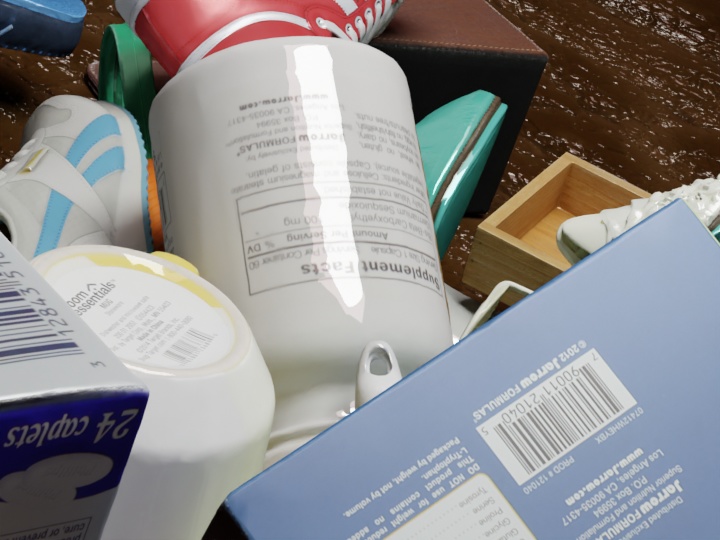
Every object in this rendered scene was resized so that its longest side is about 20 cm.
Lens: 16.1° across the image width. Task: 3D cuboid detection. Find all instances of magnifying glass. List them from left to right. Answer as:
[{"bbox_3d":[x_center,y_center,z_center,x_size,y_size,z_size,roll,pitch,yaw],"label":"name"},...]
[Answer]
[{"bbox_3d":[-0.105,-0.054,1.218,0.022,0.080,0.200,-2,31,-15],"label":"magnifying glass"}]

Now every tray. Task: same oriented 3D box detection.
[{"bbox_3d":[0.158,0.018,1.205,0.199,0.037,0.099,29,35,18],"label":"tray"}]

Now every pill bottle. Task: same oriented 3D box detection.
[{"bbox_3d":[-0.021,0.016,1.052,0.114,0.114,0.201,4,65,-31],"label":"pill bottle"}]

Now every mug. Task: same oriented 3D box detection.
[{"bbox_3d":[-0.108,0.066,0.931,0.149,0.154,0.187,4,32,-29],"label":"mug"}]

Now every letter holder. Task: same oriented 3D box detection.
[{"bbox_3d":[-0.028,-0.112,1.365,0.199,0.101,0.142,1,32,-34],"label":"letter holder"}]

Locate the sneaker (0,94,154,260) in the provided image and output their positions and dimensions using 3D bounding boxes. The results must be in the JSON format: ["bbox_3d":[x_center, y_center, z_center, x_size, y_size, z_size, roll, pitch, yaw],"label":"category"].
[{"bbox_3d":[-0.143,-0.025,1.152,0.080,0.077,0.200,11,28,-17],"label":"sneaker"}]

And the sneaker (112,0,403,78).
[{"bbox_3d":[-0.010,-0.112,1.219,0.199,0.071,0.113,-18,64,-34],"label":"sneaker"}]

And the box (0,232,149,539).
[{"bbox_3d":[-0.183,0.069,0.818,0.105,0.201,0.184,-8,40,-42],"label":"box"}]

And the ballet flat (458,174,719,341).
[{"bbox_3d":[0.094,0.017,1.130,0.072,0.200,0.072,45,-2,2],"label":"ballet flat"}]

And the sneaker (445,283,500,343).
[{"bbox_3d":[0.000,0.000,1.214,0.199,0.071,0.073,21,27,-1],"label":"sneaker"}]

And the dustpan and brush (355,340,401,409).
[{"bbox_3d":[0.014,0.119,0.939,0.139,0.057,0.201,-3,76,-4],"label":"dustpan and brush"}]

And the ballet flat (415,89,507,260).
[{"bbox_3d":[0.006,-0.008,1.153,0.070,0.067,0.201,19,66,5],"label":"ballet flat"}]

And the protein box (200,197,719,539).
[{"bbox_3d":[0.076,0.125,0.837,0.198,0.135,0.200,-32,77,-25],"label":"protein box"}]

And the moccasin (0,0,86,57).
[{"bbox_3d":[-0.240,-0.135,1.289,0.199,0.069,0.081,14,16,-5],"label":"moccasin"}]
